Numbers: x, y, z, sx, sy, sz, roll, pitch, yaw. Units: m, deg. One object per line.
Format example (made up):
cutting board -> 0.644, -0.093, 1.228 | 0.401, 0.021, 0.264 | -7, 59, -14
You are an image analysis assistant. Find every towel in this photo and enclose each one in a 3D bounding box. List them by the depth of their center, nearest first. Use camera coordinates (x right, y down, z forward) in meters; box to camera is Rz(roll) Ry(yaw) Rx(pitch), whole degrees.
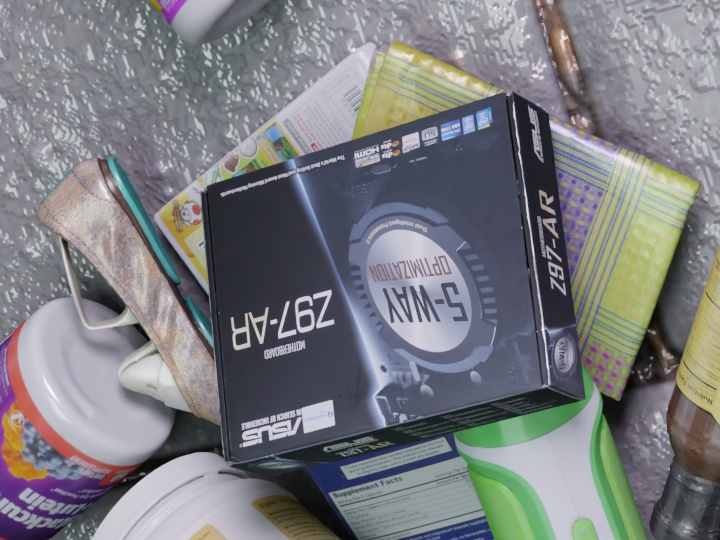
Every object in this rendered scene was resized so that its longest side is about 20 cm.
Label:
towel -> 0.074, -0.029, 1.317 | 0.199, 0.023, 0.144 | 25, 116, 15

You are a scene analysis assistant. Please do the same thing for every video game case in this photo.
video game case -> 0.000, 0.000, 1.390 | 0.182, 0.023, 0.200 | -36, 90, 31

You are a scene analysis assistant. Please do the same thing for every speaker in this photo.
speaker -> 0.115, 0.146, 1.318 | 0.088, 0.089, 0.201 | -9, 115, 28

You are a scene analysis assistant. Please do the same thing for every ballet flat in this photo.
ballet flat -> -0.124, 0.029, 1.421 | 0.067, 0.068, 0.201 | -31, 100, 1

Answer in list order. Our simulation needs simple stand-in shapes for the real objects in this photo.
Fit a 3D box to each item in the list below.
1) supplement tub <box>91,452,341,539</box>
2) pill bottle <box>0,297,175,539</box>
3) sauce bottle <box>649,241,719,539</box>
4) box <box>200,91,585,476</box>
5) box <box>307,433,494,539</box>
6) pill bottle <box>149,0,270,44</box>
supplement tub -> -0.056, 0.212, 1.402 | 0.200, 0.144, 0.145 | 39, 122, 30
pill bottle -> -0.215, 0.114, 1.484 | 0.200, 0.111, 0.112 | -40, 88, 32
sauce bottle -> 0.200, 0.058, 1.287 | 0.064, 0.065, 0.201 | 23, 118, 18
box -> 0.013, 0.010, 1.278 | 0.199, 0.043, 0.161 | -15, 71, 28
box -> 0.025, 0.099, 1.376 | 0.121, 0.032, 0.201 | -18, 117, 30
pill bottle -> -0.115, -0.229, 1.318 | 0.104, 0.104, 0.200 | -41, 87, 31
